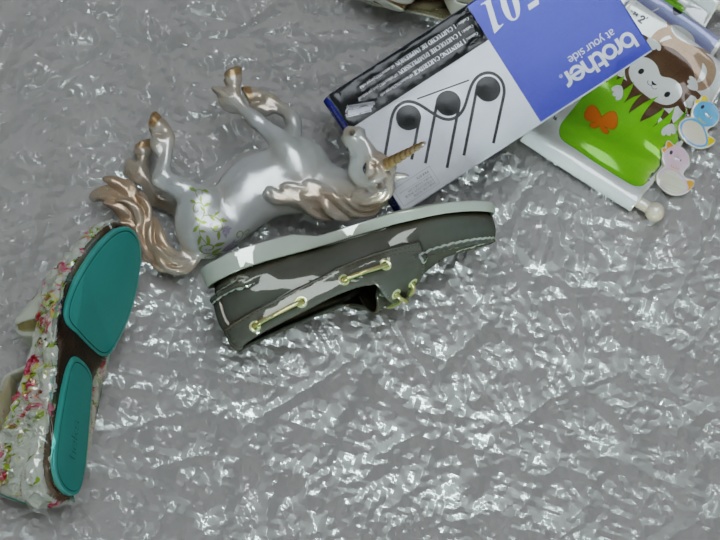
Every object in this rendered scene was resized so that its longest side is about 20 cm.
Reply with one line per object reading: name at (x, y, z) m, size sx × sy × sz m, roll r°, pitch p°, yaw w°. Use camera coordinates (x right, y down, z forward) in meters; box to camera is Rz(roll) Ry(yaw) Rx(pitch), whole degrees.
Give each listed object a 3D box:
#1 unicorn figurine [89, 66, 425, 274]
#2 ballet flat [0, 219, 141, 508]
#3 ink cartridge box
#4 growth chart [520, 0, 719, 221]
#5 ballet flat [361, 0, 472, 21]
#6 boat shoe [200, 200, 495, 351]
unicorn figurine at (-0.064, -0.065, 1.421) m, size 0.200 × 0.074 × 0.137 m, roll -37°, pitch 70°, yaw 7°
ballet flat at (-0.190, 0.054, 1.352) m, size 0.064 × 0.076 × 0.200 m, roll -5°, pitch 54°, yaw 25°
ink cartridge box at (0.083, -0.130, 1.453) m, size 0.200 × 0.044 × 0.094 m, roll -33°, pitch 92°, yaw -4°
growth chart at (0.190, -0.137, 1.536) m, size 0.145 × 0.018 × 0.200 m, roll 25°, pitch 65°, yaw 3°
ballet flat at (0.053, -0.200, 1.503) m, size 0.200 × 0.068 × 0.062 m, roll 13°, pitch 34°, yaw 3°
boat shoe at (-0.001, 0.001, 1.408) m, size 0.201 × 0.072 × 0.060 m, roll -14°, pitch 81°, yaw -19°
